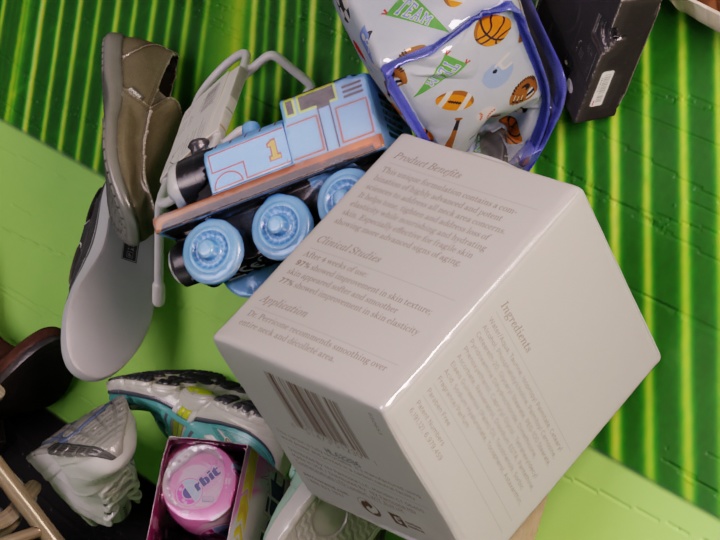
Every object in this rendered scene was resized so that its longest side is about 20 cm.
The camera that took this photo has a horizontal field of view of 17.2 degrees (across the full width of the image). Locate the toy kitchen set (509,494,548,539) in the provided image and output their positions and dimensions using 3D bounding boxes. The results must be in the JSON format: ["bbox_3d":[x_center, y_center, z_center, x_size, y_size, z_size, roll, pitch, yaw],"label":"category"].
[{"bbox_3d":[0.128,0.279,1.547,0.163,0.180,0.200,99,-170,-53],"label":"toy kitchen set"}]

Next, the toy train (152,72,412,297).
[{"bbox_3d":[-0.050,-0.057,1.646,0.200,0.087,0.114,-20,73,20],"label":"toy train"}]

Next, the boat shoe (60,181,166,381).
[{"bbox_3d":[-0.198,0.004,1.895,0.057,0.069,0.200,-35,36,53],"label":"boat shoe"}]

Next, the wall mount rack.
[{"bbox_3d":[-0.114,-0.074,1.805,0.174,0.075,0.200,-40,20,30],"label":"wall mount rack"}]

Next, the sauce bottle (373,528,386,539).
[{"bbox_3d":[-0.027,0.272,1.692,0.065,0.065,0.200,23,97,45],"label":"sauce bottle"}]

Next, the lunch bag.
[{"bbox_3d":[0.057,-0.168,1.616,0.124,0.200,0.170,-25,59,3],"label":"lunch bag"}]

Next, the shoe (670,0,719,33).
[{"bbox_3d":[0.252,-0.171,1.507,0.200,0.053,0.070,29,103,44],"label":"shoe"}]

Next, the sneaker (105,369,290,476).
[{"bbox_3d":[-0.127,0.121,1.818,0.200,0.077,0.080,17,104,45],"label":"sneaker"}]

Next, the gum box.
[{"bbox_3d":[-0.106,0.231,1.671,0.066,0.114,0.200,3,69,21],"label":"gum box"}]

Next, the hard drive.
[{"bbox_3d":[0.139,-0.219,1.596,0.140,0.038,0.200,105,148,-56],"label":"hard drive"}]

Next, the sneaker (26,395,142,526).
[{"bbox_3d":[-0.198,0.153,1.846,0.087,0.074,0.200,55,164,-2],"label":"sneaker"}]

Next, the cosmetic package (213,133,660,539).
[{"bbox_3d":[0.052,0.049,1.527,0.167,0.166,0.200,21,60,45],"label":"cosmetic package"}]

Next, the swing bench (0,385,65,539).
[{"bbox_3d":[-0.351,0.180,1.915,0.199,0.130,0.200,-42,67,57],"label":"swing bench"}]

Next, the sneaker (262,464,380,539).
[{"bbox_3d":[-0.029,0.129,1.677,0.118,0.074,0.200,13,58,44],"label":"sneaker"}]

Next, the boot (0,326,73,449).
[{"bbox_3d":[-0.319,0.041,2.036,0.188,0.068,0.200,-50,48,42],"label":"boot"}]

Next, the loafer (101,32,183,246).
[{"bbox_3d":[-0.168,-0.109,1.877,0.075,0.070,0.200,94,171,-56],"label":"loafer"}]
